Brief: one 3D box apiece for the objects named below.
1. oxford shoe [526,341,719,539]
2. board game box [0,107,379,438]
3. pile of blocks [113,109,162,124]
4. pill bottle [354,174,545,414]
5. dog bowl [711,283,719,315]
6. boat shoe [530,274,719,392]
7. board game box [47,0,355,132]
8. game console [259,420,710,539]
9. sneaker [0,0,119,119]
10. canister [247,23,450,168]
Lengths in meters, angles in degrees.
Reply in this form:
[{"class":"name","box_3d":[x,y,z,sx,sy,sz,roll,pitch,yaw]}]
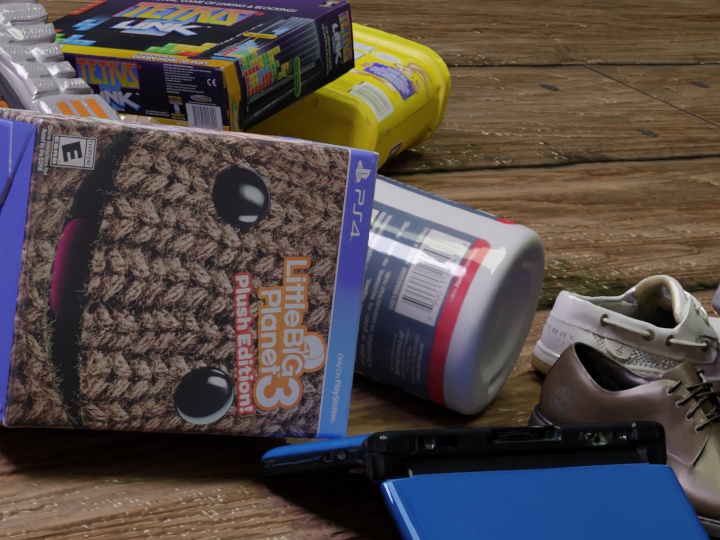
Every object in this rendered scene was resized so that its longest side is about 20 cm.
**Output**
[{"class":"oxford shoe","box_3d":[0.187,0.099,1.424,0.200,0.085,0.073,26,19,27]},{"class":"board game box","box_3d":[-0.106,0.003,1.326,0.200,0.160,0.097,4,5,-30]},{"class":"pile of blocks","box_3d":[-0.165,-0.072,1.715,0.200,0.062,0.082,15,-11,4]},{"class":"pill bottle","box_3d":[0.000,0.000,1.515,0.200,0.120,0.120,21,19,19]},{"class":"dog bowl","box_3d":[0.311,0.051,1.591,0.200,0.059,0.200,36,1,-1]},{"class":"boat shoe","box_3d":[0.199,0.038,1.636,0.200,0.069,0.071,-1,20,-44]},{"class":"board game box","box_3d":[-0.130,-0.154,1.793,0.200,0.057,0.165,8,27,31]},{"class":"game console","box_3d":[0.073,0.142,1.312,0.200,0.119,0.171,1,-9,-36]},{"class":"sneaker","box_3d":[-0.241,-0.109,1.639,0.078,0.112,0.200,-6,52,-45]},{"class":"canister","box_3d":[-0.026,-0.132,1.947,0.148,0.087,0.200,18,19,12]}]
